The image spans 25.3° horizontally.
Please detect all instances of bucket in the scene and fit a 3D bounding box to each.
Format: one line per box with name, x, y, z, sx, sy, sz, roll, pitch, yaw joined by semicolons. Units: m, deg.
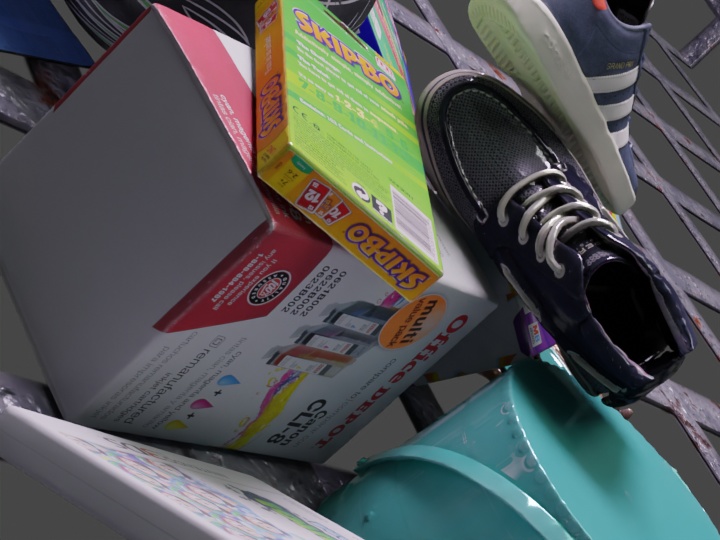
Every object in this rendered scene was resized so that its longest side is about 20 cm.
bucket;0.090;0.154;0.819;0.207;0.135;0.208;39;21;-18

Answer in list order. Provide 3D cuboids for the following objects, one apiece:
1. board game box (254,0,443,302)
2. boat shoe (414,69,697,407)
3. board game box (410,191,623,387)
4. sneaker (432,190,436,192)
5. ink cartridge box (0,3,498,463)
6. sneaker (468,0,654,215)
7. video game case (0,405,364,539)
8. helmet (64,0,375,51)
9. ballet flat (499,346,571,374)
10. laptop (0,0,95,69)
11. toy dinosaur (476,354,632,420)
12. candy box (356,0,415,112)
board game box;-0.009;-0.072;0.769;0.095;0.030;0.200;39;25;-25
boat shoe;0.101;-0.023;0.813;0.200;0.075;0.093;54;-8;2
board game box;0.082;-0.004;0.973;0.200;0.104;0.104;-20;95;-61
sneaker;0.000;0.000;0.996;0.199;0.075;0.107;4;69;-51
ink cartridge box;-0.058;-0.009;0.804;0.200;0.145;0.145;17;36;-54
sneaker;0.129;-0.108;0.872;0.075;0.085;0.200;36;-11;34
video game case;-0.026;0.117;0.651;0.199;0.024;0.182;24;-3;33
helmet;-0.085;-0.202;0.952;0.200;0.199;0.192;-4;69;-65
ballet flat;0.097;0.037;1.184;0.201;0.068;0.063;62;-4;27
laptop;-0.226;-0.229;0.923;0.116;0.200;0.188;-26;71;-34
toy dinosaur;0.121;0.123;1.032;0.201;0.085;0.136;58;26;-24
candy box;-0.014;-0.179;1.220;0.200;0.077;0.170;-98;167;-58
